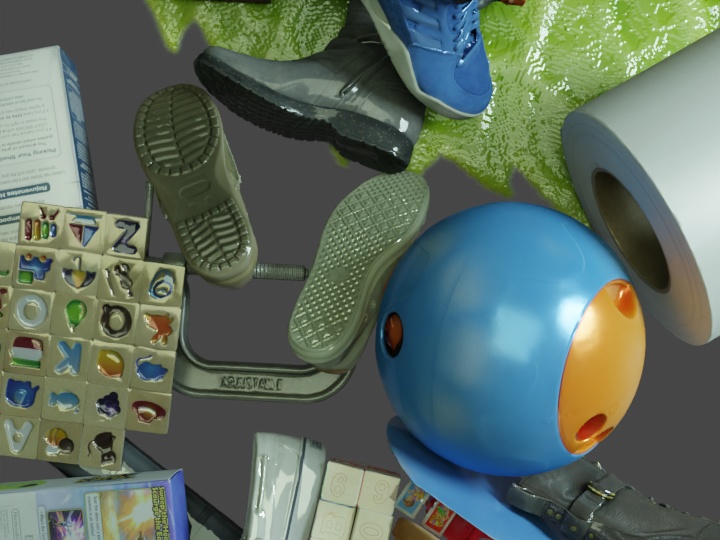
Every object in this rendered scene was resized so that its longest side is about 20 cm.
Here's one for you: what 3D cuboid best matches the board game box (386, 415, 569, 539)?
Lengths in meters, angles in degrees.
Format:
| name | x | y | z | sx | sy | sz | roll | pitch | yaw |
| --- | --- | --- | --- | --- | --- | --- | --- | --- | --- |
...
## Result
| name | x | y | z | sx | sy | sz | roll | pitch | yaw |
| --- | --- | --- | --- | --- | --- | --- | --- | --- | --- |
| board game box | 0.093 | 0.186 | 0.851 | 0.199 | 0.158 | 0.039 | 35 | 102 | 3 |

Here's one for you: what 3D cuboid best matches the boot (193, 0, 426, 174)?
| name | x | y | z | sx | sy | sz | roll | pitch | yaw |
| --- | --- | --- | --- | --- | --- | --- | --- | --- | --- |
| boot | -0.027 | -0.173 | 0.936 | 0.199 | 0.070 | 0.133 | 23 | 75 | -3 |

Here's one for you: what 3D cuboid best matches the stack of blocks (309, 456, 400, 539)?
| name | x | y | z | sx | sy | sz | roll | pitch | yaw |
| --- | --- | --- | --- | --- | --- | --- | --- | --- | --- |
| stack of blocks | -0.019 | 0.248 | 0.857 | 0.058 | 0.115 | 0.202 | 13 | 83 | 1 |

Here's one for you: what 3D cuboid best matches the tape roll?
| name | x | y | z | sx | sy | sz | roll | pitch | yaw |
| --- | --- | --- | --- | --- | --- | --- | --- | --- | --- |
| tape roll | 0.261 | -0.063 | 0.849 | 0.138 | 0.203 | 0.204 | -30 | 85 | -4 |

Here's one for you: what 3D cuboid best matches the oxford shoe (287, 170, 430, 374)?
| name | x | y | z | sx | sy | sz | roll | pitch | yaw |
| --- | --- | --- | --- | --- | --- | --- | --- | --- | --- |
| oxford shoe | 0.000 | 0.000 | 0.900 | 0.075 | 0.058 | 0.201 | 12 | 56 | 22 |

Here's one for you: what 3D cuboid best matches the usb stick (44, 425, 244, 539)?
| name | x | y | z | sx | sy | sz | roll | pitch | yaw |
| --- | --- | --- | --- | --- | --- | --- | --- | --- | --- |
| usb stick | -0.168 | 0.185 | 0.905 | 0.199 | 0.033 | 0.056 | 37 | 86 | 4 |

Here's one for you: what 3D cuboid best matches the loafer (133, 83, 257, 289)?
| name | x | y | z | sx | sy | sz | roll | pitch | yaw |
| --- | --- | --- | --- | --- | --- | --- | --- | --- | --- |
| loafer | -0.132 | -0.064 | 0.904 | 0.075 | 0.068 | 0.201 | -15 | 58 | -6 |

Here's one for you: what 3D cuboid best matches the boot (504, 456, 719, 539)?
| name | x | y | z | sx | sy | sz | roll | pitch | yaw |
| --- | --- | --- | --- | --- | --- | --- | --- | --- | --- |
| boot | 0.222 | 0.187 | 0.871 | 0.174 | 0.199 | 0.070 | 32 | 109 | 33 |

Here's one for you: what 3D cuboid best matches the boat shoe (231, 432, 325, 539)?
| name | x | y | z | sx | sy | sz | roll | pitch | yaw |
| --- | --- | --- | --- | --- | --- | --- | --- | --- | --- |
| boat shoe | -0.080 | 0.222 | 0.854 | 0.065 | 0.072 | 0.202 | 15 | 87 | -8 |

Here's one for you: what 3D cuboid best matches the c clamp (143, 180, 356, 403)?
| name | x | y | z | sx | sy | sz | roll | pitch | yaw |
| --- | --- | --- | --- | --- | --- | --- | --- | --- | --- |
| c clamp | -0.095 | 0.023 | 0.926 | 0.198 | 0.027 | 0.172 | 9 | 84 | 1 |

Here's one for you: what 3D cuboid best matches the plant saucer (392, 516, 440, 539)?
| name | x | y | z | sx | sy | sz | roll | pitch | yaw |
| --- | --- | --- | --- | --- | --- | --- | --- | --- | --- |
| plant saucer | 0.100 | 0.251 | 0.813 | 0.200 | 0.200 | 0.038 | 36 | 79 | 4 |

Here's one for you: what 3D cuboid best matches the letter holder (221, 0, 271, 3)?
| name | x | y | z | sx | sy | sz | roll | pitch | yaw |
| --- | --- | --- | --- | --- | --- | --- | --- | --- | --- |
| letter holder | -0.120 | -0.338 | 0.908 | 0.100 | 0.142 | 0.202 | 3 | 83 | 0 |

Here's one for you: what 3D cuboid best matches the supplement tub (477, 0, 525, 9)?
| name | x | y | z | sx | sy | sz | roll | pitch | yaw |
| --- | --- | --- | --- | --- | --- | --- | --- | --- | --- |
| supplement tub | 0.046 | -0.281 | 0.912 | 0.198 | 0.123 | 0.124 | 11 | 84 | 1 |

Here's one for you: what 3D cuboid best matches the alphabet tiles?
| name | x | y | z | sx | sy | sz | roll | pitch | yaw |
| --- | --- | --- | --- | --- | --- | --- | --- | --- | --- |
| alphabet tiles | -0.225 | 0.052 | 0.880 | 0.165 | 0.006 | 0.202 | 7 | 94 | -3 |

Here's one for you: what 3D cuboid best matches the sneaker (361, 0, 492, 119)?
| name | x | y | z | sx | sy | sz | roll | pitch | yaw |
| --- | --- | --- | --- | --- | --- | --- | --- | --- | --- |
| sneaker | 0.071 | -0.197 | 0.839 | 0.200 | 0.111 | 0.077 | 54 | 50 | -30 |

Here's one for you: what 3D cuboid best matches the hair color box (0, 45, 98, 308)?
| name | x | y | z | sx | sy | sz | roll | pitch | yaw |
| --- | --- | --- | --- | --- | --- | --- | --- | --- | --- |
| hair color box | -0.271 | -0.072 | 0.919 | 0.099 | 0.061 | 0.202 | -10 | 84 | -1 |

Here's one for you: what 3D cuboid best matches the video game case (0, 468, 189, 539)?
| name | x | y | z | sx | sy | sz | roll | pitch | yaw |
| --- | --- | --- | --- | --- | --- | --- | --- | --- | --- |
| video game case | -0.218 | 0.262 | 0.872 | 0.180 | 0.045 | 0.202 | -5 | 91 | 6 |

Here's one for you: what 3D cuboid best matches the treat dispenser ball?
| name | x | y | z | sx | sy | sz | roll | pitch | yaw |
| --- | --- | --- | --- | --- | --- | --- | --- | --- | --- |
| treat dispenser ball | 0.110 | 0.050 | 0.835 | 0.199 | 0.201 | 0.203 | 0 | 84 | 0 |
